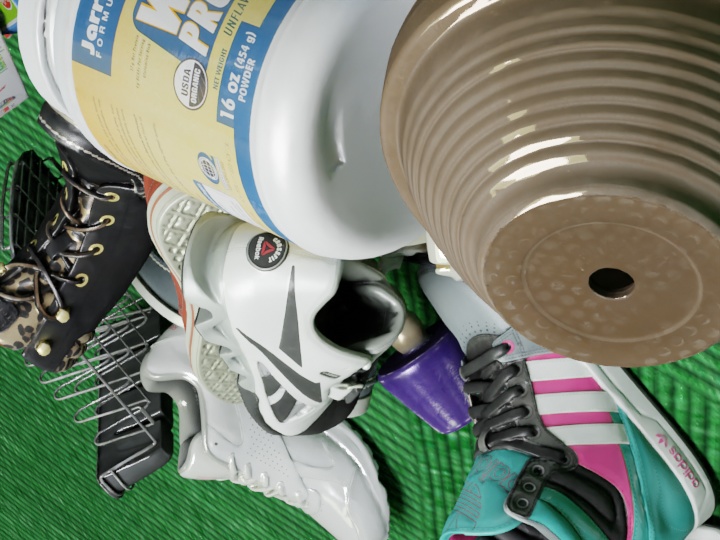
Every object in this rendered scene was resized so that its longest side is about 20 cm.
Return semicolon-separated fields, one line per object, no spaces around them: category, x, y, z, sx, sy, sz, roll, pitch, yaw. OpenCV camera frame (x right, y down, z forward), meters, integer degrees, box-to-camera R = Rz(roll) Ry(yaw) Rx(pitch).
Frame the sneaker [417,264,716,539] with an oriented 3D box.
sneaker;0.074;0.085;1.051;0.200;0.121;0.084;47;153;4

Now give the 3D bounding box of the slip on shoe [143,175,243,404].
slip on shoe;-0.072;0.002;1.122;0.200;0.074;0.061;71;177;-50

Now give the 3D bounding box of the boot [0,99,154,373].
boot;-0.157;-0.023;1.148;0.073;0.151;0.200;37;-178;9

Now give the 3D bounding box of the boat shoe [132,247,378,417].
boat shoe;-0.063;0.014;1.244;0.200;0.073;0.062;34;119;34

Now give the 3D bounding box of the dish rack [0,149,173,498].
dish rack;-0.181;0.028;1.328;0.200;0.054;0.154;57;-165;-37

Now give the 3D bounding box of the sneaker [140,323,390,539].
sneaker;-0.066;0.113;1.319;0.200;0.099;0.078;48;153;0

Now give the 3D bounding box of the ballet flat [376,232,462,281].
ballet flat;0.044;-0.022;1.006;0.199;0.073;0.073;15;138;48

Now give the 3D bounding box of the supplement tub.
supplement tub;-0.051;-0.100;0.967;0.199;0.145;0.145;24;144;39

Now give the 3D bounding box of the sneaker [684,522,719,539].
sneaker;0.193;0.241;1.084;0.201;0.115;0.076;55;152;-14

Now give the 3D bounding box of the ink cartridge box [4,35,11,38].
ink cartridge box;-0.254;-0.227;1.216;0.200;0.045;0.176;53;152;-7

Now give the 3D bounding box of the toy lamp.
toy lamp;0.000;0.000;1.121;0.200;0.058;0.058;52;153;-10

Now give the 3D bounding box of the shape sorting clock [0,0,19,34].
shape sorting clock;-0.197;-0.185;1.072;0.200;0.039;0.200;52;169;15

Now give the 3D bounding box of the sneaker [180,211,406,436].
sneaker;-0.016;0.036;1.036;0.088;0.075;0.200;5;160;18

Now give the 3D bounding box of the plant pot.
plant pot;0.100;-0.030;0.796;0.200;0.093;0.201;8;139;7

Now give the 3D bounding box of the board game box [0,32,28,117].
board game box;-0.241;-0.156;1.160;0.127;0.035;0.200;54;173;2
